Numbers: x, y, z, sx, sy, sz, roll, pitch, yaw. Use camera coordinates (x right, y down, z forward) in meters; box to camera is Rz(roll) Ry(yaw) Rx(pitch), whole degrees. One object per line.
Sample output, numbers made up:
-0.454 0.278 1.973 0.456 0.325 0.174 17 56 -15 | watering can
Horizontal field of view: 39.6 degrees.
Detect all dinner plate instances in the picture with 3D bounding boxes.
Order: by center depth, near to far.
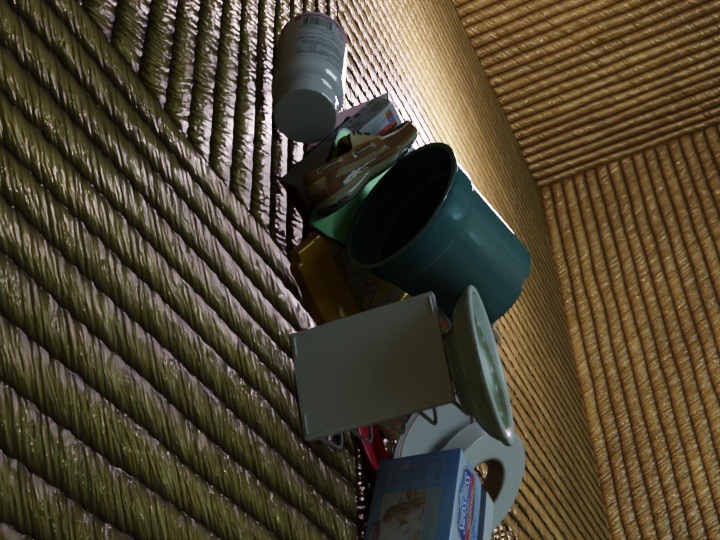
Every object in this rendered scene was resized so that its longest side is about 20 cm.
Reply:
0.113 0.251 1.467 0.024 0.201 0.201 28 -19 44 | dinner plate

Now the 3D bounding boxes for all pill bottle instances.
-0.077 -0.289 1.504 0.202 0.111 0.114 -87 152 -46 | pill bottle

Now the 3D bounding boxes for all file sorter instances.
0.029 0.139 1.289 0.125 0.196 0.141 45 31 -61 | file sorter

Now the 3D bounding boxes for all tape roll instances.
0.172 0.325 1.515 0.037 0.204 0.204 27 -19 43 | tape roll

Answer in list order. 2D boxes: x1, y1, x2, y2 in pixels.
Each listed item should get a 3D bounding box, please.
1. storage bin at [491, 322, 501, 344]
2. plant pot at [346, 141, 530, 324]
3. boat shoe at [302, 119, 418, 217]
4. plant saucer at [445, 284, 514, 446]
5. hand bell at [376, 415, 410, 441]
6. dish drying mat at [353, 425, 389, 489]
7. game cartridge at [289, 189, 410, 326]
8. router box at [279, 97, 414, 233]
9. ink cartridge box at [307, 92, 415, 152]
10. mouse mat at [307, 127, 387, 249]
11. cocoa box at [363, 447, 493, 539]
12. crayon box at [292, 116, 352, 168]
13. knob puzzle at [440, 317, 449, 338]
0.127 0.043 1.665 0.094 0.195 0.203 43 32 -47 | storage bin
0.116 -0.032 1.353 0.195 0.199 0.202 39 32 -27 | plant pot
0.000 -0.156 1.368 0.200 0.075 0.074 -42 97 -32 | boat shoe
0.143 0.122 1.243 0.200 0.049 0.204 -15 91 -77 | plant saucer
0.114 0.166 1.485 0.105 0.197 0.105 58 14 -25 | hand bell
0.029 0.290 1.430 0.077 0.018 0.204 -43 113 -70 | dish drying mat
0.000 0.000 1.425 0.200 0.032 0.179 -42 117 -34 | game cartridge
0.002 -0.121 1.479 0.049 0.200 0.181 23 -31 52 | router box
0.022 -0.165 1.627 0.086 0.145 0.202 -87 153 -54 | ink cartridge box
0.023 -0.089 1.417 0.198 0.007 0.164 30 65 -25 | mouse mat
0.089 0.360 1.321 0.132 0.131 0.202 59 30 -34 | cocoa box
-0.005 -0.116 1.539 0.050 0.127 0.202 23 -30 51 | crayon box
0.110 0.107 1.506 0.219 0.217 0.031 36 25 -60 | knob puzzle
